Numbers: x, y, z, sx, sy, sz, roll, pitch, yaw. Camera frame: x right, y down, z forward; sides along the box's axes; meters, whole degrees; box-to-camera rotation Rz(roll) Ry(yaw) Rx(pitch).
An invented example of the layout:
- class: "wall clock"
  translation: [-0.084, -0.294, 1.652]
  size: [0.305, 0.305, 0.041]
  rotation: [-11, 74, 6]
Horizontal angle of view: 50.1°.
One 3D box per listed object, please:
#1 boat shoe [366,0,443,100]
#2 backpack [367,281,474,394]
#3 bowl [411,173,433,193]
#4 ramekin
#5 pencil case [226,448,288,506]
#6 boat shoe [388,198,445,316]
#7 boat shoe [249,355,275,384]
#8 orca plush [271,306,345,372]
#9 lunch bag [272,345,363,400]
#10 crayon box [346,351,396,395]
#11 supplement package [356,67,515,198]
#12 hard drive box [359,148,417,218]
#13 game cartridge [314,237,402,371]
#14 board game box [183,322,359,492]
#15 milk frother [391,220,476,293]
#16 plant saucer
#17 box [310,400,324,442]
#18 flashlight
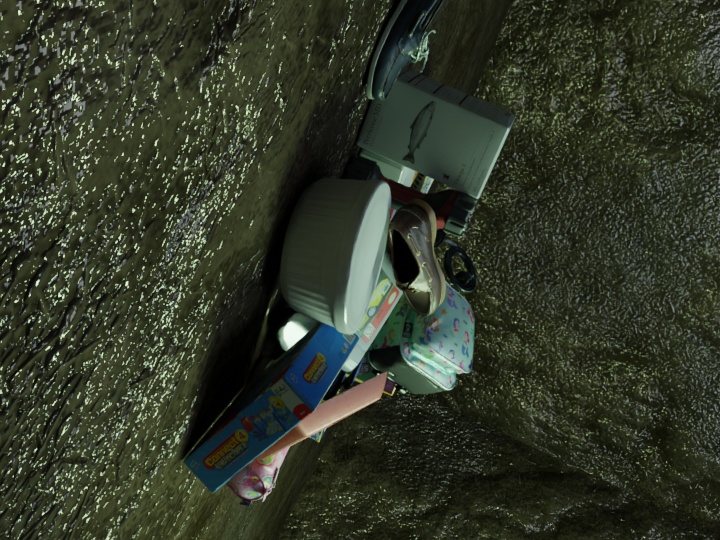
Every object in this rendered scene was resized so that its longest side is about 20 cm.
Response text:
- class: "boat shoe"
  translation: [0.068, -0.314, 1.020]
  size: [0.075, 0.062, 0.201]
  rotation: [30, 84, -86]
- class: "backpack"
  translation: [0.108, 0.094, 1.336]
  size: [0.150, 0.177, 0.201]
  rotation: [-19, -130, 33]
- class: "bowl"
  translation: [0.108, -0.226, 1.538]
  size: [0.201, 0.094, 0.201]
  rotation: [24, 90, -83]
- class: "ramekin"
  translation: [-0.031, -0.025, 0.983]
  size: [0.202, 0.094, 0.203]
  rotation: [13, 90, -78]
- class: "pencil case"
  translation: [-0.159, 0.306, 1.334]
  size: [0.200, 0.087, 0.088]
  rotation: [-59, 171, -53]
- class: "boat shoe"
  translation: [0.073, -0.005, 1.095]
  size: [0.070, 0.070, 0.200]
  rotation: [-50, 141, -35]
- class: "boat shoe"
  translation: [-0.137, 0.212, 1.195]
  size: [0.200, 0.076, 0.072]
  rotation: [106, 10, -54]
- class: "orca plush"
  translation: [-0.074, 0.089, 1.170]
  size: [0.200, 0.071, 0.105]
  rotation: [14, 117, -47]
- class: "lunch bag"
  translation: [-0.056, 0.126, 1.300]
  size: [0.136, 0.132, 0.200]
  rotation: [92, 23, -74]
- class: "crayon box"
  translation: [-0.019, 0.173, 1.467]
  size: [0.173, 0.199, 0.058]
  rotation: [80, 34, -80]
- class: "supplement package"
  translation: [0.114, -0.210, 1.153]
  size: [0.117, 0.199, 0.117]
  rotation: [-53, 166, -64]
- class: "hard drive box"
  translation: [0.051, -0.180, 1.316]
  size: [0.156, 0.077, 0.200]
  rotation: [107, 10, -46]
- class: "game cartridge"
  translation: [0.005, 0.044, 1.132]
  size: [0.200, 0.041, 0.133]
  rotation: [-58, 147, -10]
- class: "board game box"
  translation: [-0.109, 0.164, 0.994]
  size: [0.196, 0.056, 0.200]
  rotation: [-41, -175, 24]
- class: "milk frother"
  translation: [0.105, -0.018, 1.492]
  size: [0.188, 0.180, 0.201]
  rotation: [-42, -122, 53]
- class: "plant saucer"
  translation: [-0.070, 0.238, 1.227]
  size: [0.199, 0.037, 0.200]
  rotation: [-20, 168, -39]
- class: "box"
  translation: [-0.111, 0.370, 2.029]
  size: [0.064, 0.070, 0.200]
  rotation: [-58, 170, -39]
- class: "flashlight"
  translation: [0.073, -0.117, 1.157]
  size: [0.068, 0.199, 0.068]
  rotation: [98, 18, -68]
